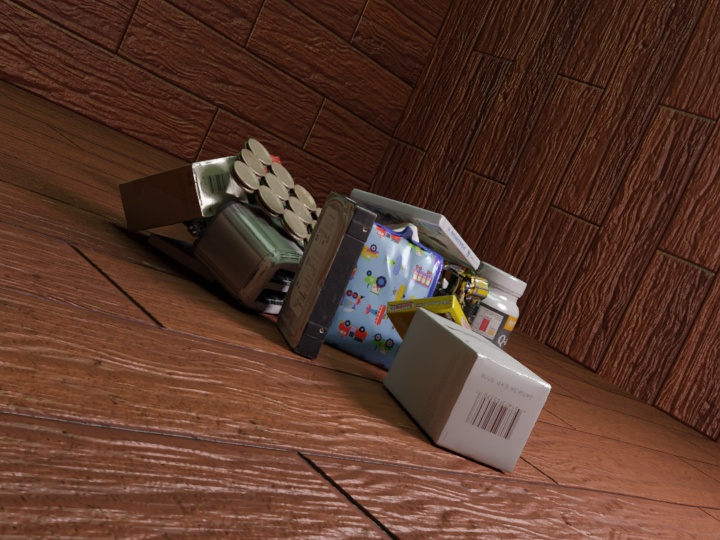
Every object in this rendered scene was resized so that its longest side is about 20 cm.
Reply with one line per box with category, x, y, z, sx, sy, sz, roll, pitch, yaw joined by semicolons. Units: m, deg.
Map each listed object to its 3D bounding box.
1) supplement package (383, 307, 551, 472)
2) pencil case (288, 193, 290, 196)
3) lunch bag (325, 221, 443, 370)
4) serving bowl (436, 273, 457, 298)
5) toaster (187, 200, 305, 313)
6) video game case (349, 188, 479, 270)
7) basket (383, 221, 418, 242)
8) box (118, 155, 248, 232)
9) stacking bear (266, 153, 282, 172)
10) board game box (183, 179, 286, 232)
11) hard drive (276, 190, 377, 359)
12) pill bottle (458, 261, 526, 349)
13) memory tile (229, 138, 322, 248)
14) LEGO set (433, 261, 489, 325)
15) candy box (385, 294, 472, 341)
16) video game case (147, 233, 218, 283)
supplement package;0.127;0.144;1.095;0.115;0.119;0.200;23;5;-21
pencil case;-0.161;-0.077;1.529;0.087;0.090;0.199;27;27;22
lunch bag;0.030;0.027;1.302;0.148;0.204;0.094;24;5;-16
serving bowl;0.100;0.046;1.678;0.199;0.066;0.201;41;-21;19
toaster;-0.149;-0.017;1.259;0.129;0.114;0.199;43;11;24
video game case;0.097;-0.072;1.543;0.197;0.022;0.182;20;-13;36
basket;0.000;0.000;1.429;0.195;0.127;0.136;-10;7;-3
box;-0.269;-0.113;1.311;0.197;0.080;0.094;-6;9;42
stacking bear;-0.206;-0.123;1.624;0.113;0.204;0.120;29;6;38
board game box;-0.207;-0.100;1.373;0.105;0.024;0.198;44;-43;-20
hard drive;-0.050;0.001;1.159;0.037;0.204;0.140;21;7;-19
pill bottle;0.220;0.096;1.590;0.114;0.204;0.116;25;6;-3
memory tile;-0.111;-0.103;1.294;0.200;0.017;0.154;45;22;-17
LEGO set;0.123;0.065;1.518;0.114;0.203;0.154;14;23;-28
candy box;0.115;0.104;1.254;0.100;0.027;0.201;-4;-38;24
video game case;-0.230;-0.009;1.394;0.141;0.018;0.199;29;6;23
